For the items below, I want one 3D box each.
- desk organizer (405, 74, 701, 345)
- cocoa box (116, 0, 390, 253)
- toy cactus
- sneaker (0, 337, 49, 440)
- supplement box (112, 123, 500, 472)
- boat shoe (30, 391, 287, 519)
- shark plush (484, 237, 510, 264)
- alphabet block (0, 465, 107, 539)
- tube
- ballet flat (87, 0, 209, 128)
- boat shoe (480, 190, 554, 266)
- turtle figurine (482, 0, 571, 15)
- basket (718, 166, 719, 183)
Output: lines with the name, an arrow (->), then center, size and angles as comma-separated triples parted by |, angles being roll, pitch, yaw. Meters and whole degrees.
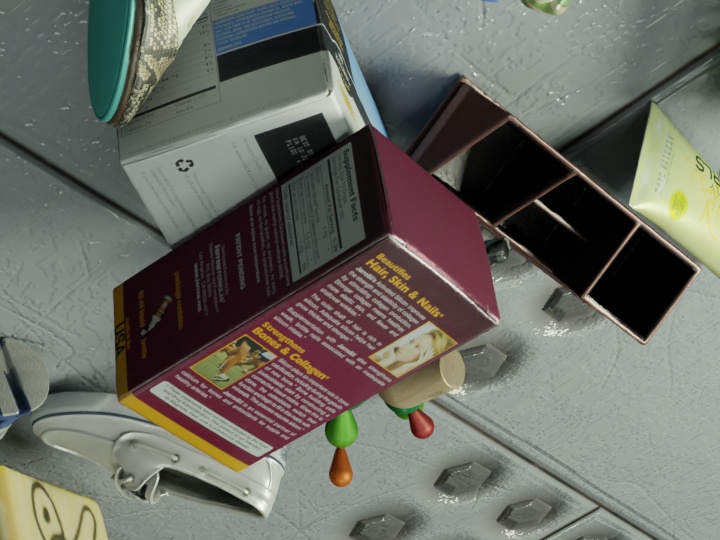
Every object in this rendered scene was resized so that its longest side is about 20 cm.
desk organizer -> 0.129, -0.037, 1.124 | 0.199, 0.077, 0.072 | 34, 96, -29
cocoa box -> -0.055, -0.071, 1.032 | 0.132, 0.132, 0.201 | -17, 141, 8
toy cactus -> 0.002, 0.092, 1.252 | 0.164, 0.104, 0.199 | -14, 151, 39
sneaker -> -0.327, 0.114, 1.203 | 0.197, 0.081, 0.115 | -3, 144, -34
supplement box -> -0.034, 0.020, 0.972 | 0.199, 0.086, 0.110 | -31, 137, 23
boat shoe -> -0.156, 0.141, 1.271 | 0.197, 0.066, 0.074 | 9, 150, 6
shark plush -> 0.000, 0.000, 1.127 | 0.199, 0.084, 0.090 | -19, 149, 40
alphabet block -> -0.298, 0.288, 1.305 | 0.194, 0.202, 0.195 | -21, 158, 8
tube -> 0.246, -0.039, 1.214 | 0.052, 0.058, 0.200 | -38, 137, 16
ballet flat -> -0.114, -0.176, 0.904 | 0.075, 0.068, 0.202 | -15, 118, -25
boat shoe -> 0.056, -0.002, 1.195 | 0.199, 0.071, 0.072 | -30, 138, 18
turtle figurine -> 0.099, -0.218, 0.892 | 0.192, 0.145, 0.200 | -26, 143, 9
basket -> 0.338, -0.107, 1.080 | 0.198, 0.140, 0.177 | 18, 141, 10
